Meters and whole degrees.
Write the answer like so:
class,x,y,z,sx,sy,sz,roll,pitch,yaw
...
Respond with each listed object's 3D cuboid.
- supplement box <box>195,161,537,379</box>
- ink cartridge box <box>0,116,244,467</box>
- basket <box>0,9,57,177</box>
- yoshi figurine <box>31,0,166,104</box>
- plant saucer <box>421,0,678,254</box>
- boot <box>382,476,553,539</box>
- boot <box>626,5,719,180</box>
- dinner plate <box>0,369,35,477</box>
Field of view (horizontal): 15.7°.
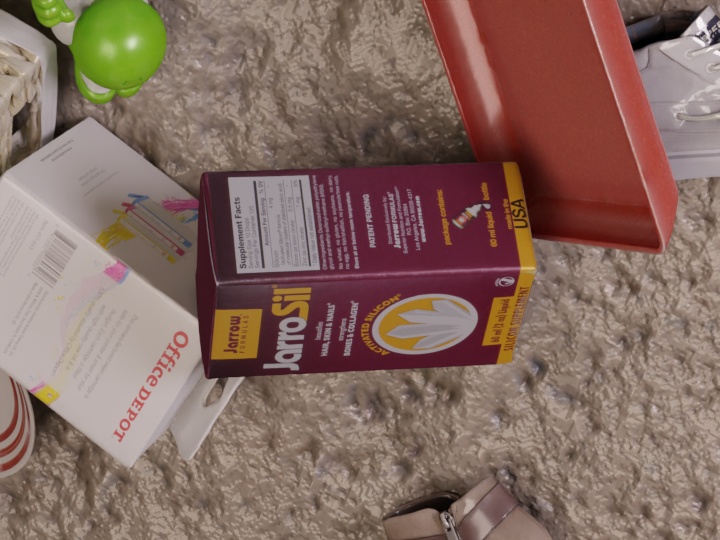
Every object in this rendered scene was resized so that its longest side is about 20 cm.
class,x,y,z,sx,sy,sz,roll,pitch,yaw
supplement box,0.000,0.000,1.623,0.199,0.086,0.111,-3,146,-8
ink cartridge box,-0.158,0.021,1.743,0.200,0.125,0.129,38,120,5
basket,-0.315,-0.114,1.732,0.199,0.124,0.136,27,145,11
yoshi figurine,-0.166,-0.199,1.672,0.112,0.112,0.201,-5,112,17
plant saucer,0.114,-0.114,1.576,0.200,0.037,0.201,9,121,63
boot,0.057,0.228,1.779,0.199,0.070,0.147,-29,91,28
boot,0.222,-0.111,1.562,0.199,0.074,0.096,-8,114,26
dinner plate,-0.302,0.061,1.851,0.199,0.024,0.201,26,137,26
